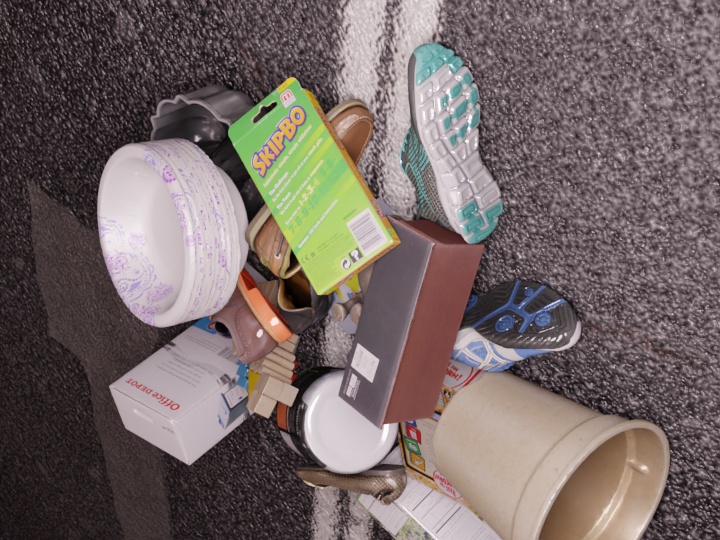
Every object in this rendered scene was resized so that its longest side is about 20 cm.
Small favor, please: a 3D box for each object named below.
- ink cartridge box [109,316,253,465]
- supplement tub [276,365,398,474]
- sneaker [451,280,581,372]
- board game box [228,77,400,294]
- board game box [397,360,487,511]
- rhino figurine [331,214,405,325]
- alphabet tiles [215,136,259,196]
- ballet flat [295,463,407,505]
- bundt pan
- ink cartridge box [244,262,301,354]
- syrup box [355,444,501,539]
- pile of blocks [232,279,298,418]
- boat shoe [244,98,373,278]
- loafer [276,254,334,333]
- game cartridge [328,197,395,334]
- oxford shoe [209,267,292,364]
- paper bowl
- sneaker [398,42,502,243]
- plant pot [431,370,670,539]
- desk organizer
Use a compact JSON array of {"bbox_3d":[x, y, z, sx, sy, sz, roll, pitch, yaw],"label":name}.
[{"bbox_3d":[-0.220,0.157,1.481,0.146,0.200,0.086,20,135,38],"label":"ink cartridge box"},{"bbox_3d":[-0.036,0.181,1.329,0.123,0.122,0.200,56,166,-7],"label":"supplement tub"},{"bbox_3d":[0.149,0.061,1.095,0.200,0.076,0.077,-1,143,50],"label":"sneaker"},{"bbox_3d":[-0.050,-0.085,1.055,0.095,0.030,0.200,-35,77,19],"label":"board game box"},{"bbox_3d":[0.109,0.191,1.268,0.151,0.046,0.201,22,136,37],"label":"board game box"},{"bbox_3d":[0.018,0.032,1.125,0.060,0.087,0.201,30,129,44],"label":"rhino figurine"},{"bbox_3d":[-0.115,-0.095,1.298,0.167,0.006,0.200,53,146,-4],"label":"alphabet tiles"},{"bbox_3d":[-0.013,0.264,1.333,0.200,0.067,0.047,-8,88,49],"label":"ballet flat"},{"bbox_3d":[-0.147,-0.125,1.231,0.202,0.076,0.202,30,140,28],"label":"bundt pan"},{"bbox_3d":[-0.160,0.031,1.444,0.200,0.037,0.095,43,145,16],"label":"ink cartridge box"},{"bbox_3d":[0.097,0.325,1.376,0.200,0.081,0.079,41,144,14],"label":"syrup box"},{"bbox_3d":[-0.112,0.104,1.328,0.062,0.201,0.082,31,132,-33],"label":"pile of blocks"},{"bbox_3d":[-0.039,-0.080,1.104,0.068,0.072,0.200,49,117,33],"label":"boat shoe"},{"bbox_3d":[-0.071,0.019,1.226,0.073,0.072,0.200,37,145,13],"label":"loafer"},{"bbox_3d":[0.000,0.000,1.224,0.133,0.040,0.200,46,146,-3],"label":"game cartridge"},{"bbox_3d":[-0.155,0.031,1.246,0.200,0.072,0.071,48,178,46],"label":"oxford shoe"},{"bbox_3d":[-0.199,-0.045,1.177,0.200,0.104,0.201,19,115,47],"label":"paper bowl"},{"bbox_3d":[0.067,-0.118,1.009,0.091,0.078,0.201,18,132,45],"label":"sneaker"},{"bbox_3d":[0.178,0.200,1.090,0.183,0.200,0.201,32,143,43],"label":"plant pot"},{"bbox_3d":[0.051,0.052,1.073,0.072,0.077,0.201,33,115,43],"label":"desk organizer"}]
